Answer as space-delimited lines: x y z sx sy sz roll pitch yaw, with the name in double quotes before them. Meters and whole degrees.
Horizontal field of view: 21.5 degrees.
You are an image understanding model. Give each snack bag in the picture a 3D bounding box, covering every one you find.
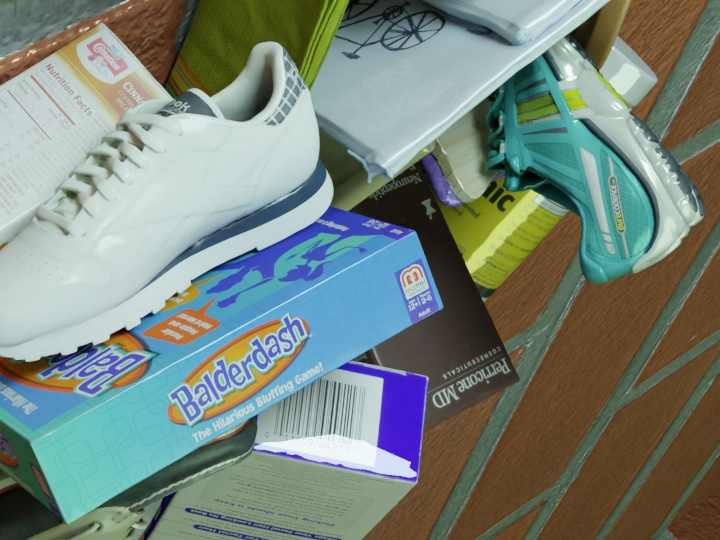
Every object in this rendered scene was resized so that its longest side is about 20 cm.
"snack bag" 0.039 -0.137 0.969 0.200 0.188 0.021 -39 124 -10

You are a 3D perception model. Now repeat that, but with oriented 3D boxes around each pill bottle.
"pill bottle" 0.103 -0.081 1.277 0.200 0.111 0.111 -48 159 15

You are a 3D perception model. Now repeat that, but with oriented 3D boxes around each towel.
"towel" -0.063 -0.100 0.962 0.018 0.086 0.200 -20 151 -40

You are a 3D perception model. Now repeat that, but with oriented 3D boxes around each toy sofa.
"toy sofa" 0.056 -0.087 1.084 0.083 0.098 0.200 -32 178 40

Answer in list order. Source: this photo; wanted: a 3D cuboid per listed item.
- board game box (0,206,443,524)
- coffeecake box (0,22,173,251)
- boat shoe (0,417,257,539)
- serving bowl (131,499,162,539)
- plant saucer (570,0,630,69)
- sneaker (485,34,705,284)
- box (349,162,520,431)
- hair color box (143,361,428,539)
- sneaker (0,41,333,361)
"board game box" -0.084 0.032 0.884 0.199 0.152 0.045 -30 112 -22
"coffeecake box" -0.182 -0.008 0.945 0.200 0.073 0.154 -35 157 -20
"boat shoe" -0.138 0.107 0.898 0.199 0.063 0.071 -19 -160 6
"serving bowl" -0.203 0.102 1.011 0.200 0.200 0.066 -35 126 -19
"plant saucer" 0.141 -0.211 1.059 0.200 0.037 0.201 15 90 -89
"sneaker" 0.094 -0.081 0.994 0.080 0.200 0.077 -39 155 9
"box" 0.000 0.000 1.107 0.100 0.201 0.075 -24 178 -42
"hair color box" -0.045 0.106 1.019 0.109 0.065 0.200 13 152 -12
"sneaker" -0.104 -0.032 0.867 0.200 0.076 0.081 -34 132 -27
